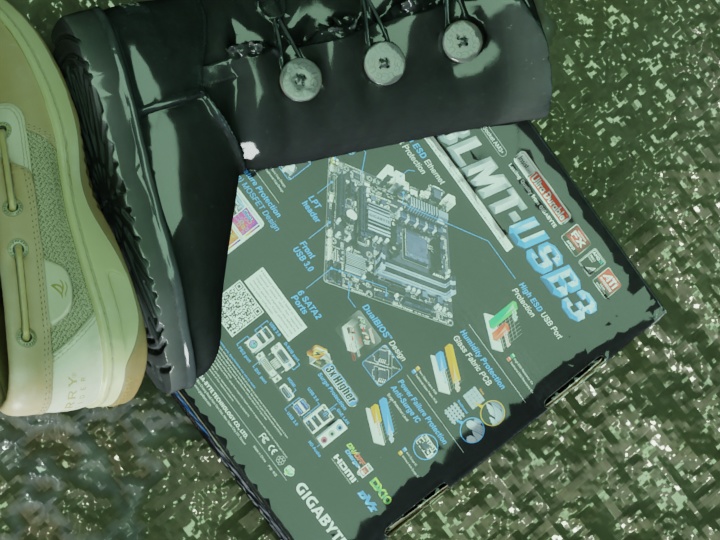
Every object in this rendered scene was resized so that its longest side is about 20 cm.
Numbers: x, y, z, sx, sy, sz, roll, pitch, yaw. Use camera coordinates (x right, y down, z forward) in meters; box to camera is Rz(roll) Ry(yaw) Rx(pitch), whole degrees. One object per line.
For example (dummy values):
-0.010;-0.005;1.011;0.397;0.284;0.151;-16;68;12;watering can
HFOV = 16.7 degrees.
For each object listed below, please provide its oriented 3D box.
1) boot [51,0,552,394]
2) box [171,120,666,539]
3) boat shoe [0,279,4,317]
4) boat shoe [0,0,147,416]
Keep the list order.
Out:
-0.013;-0.053;1.033;0.199;0.066;0.166;-17;104;-20;boot
0.000;0.000;1.085;0.198;0.050;0.200;-39;99;-10;box
-0.225;0.018;1.024;0.199;0.072;0.065;-17;94;-11;boat shoe
-0.149;-0.031;1.003;0.065;0.072;0.201;-9;63;-29;boat shoe
